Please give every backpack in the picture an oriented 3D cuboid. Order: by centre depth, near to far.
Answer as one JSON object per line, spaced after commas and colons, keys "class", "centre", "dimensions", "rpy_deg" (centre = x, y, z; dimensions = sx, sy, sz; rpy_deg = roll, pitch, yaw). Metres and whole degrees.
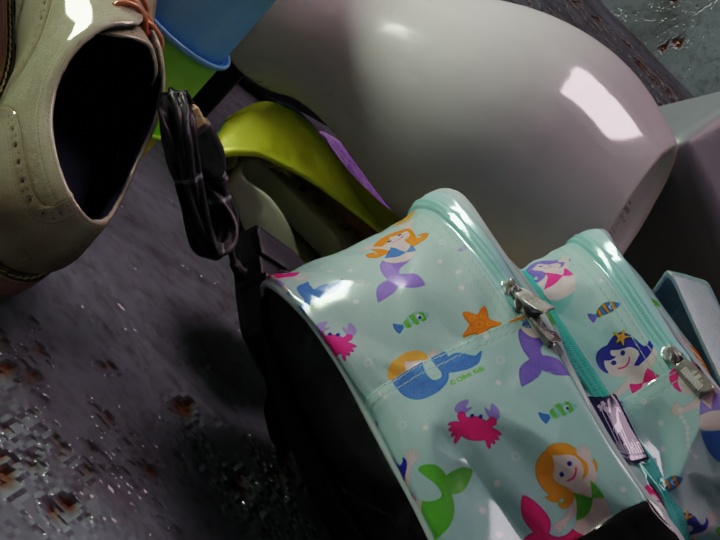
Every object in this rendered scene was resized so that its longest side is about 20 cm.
{"class": "backpack", "centre": [0.050, 0.071, 0.665], "dimensions": [0.200, 0.150, 0.178], "rpy_deg": [50, -14, 34]}

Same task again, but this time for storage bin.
{"class": "storage bin", "centre": [0.168, -0.016, 0.968], "dimensions": [0.145, 0.199, 0.135], "rpy_deg": [-30, 102, -32]}

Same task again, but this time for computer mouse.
{"class": "computer mouse", "centre": [-0.037, -0.008, 0.716], "dimensions": [0.200, 0.034, 0.059], "rpy_deg": [67, 15, -61]}

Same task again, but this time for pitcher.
{"class": "pitcher", "centre": [0.050, -0.074, 0.896], "dimensions": [0.199, 0.122, 0.171], "rpy_deg": [33, 5, 16]}

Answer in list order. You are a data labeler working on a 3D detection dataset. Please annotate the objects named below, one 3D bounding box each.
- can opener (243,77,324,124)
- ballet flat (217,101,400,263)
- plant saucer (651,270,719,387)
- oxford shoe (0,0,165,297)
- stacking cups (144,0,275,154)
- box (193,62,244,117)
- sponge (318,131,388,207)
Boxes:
{"class": "can opener", "centre": [-0.005, -0.101, 1.102], "dimensions": [0.200, 0.063, 0.079], "rpy_deg": [37, 13, -24]}
{"class": "ballet flat", "centre": [0.000, 0.000, 0.901], "dimensions": [0.200, 0.067, 0.067], "rpy_deg": [44, 38, 5]}
{"class": "plant saucer", "centre": [0.151, 0.098, 0.678], "dimensions": [0.070, 0.019, 0.201], "rpy_deg": [109, -40, -67]}
{"class": "oxford shoe", "centre": [-0.094, -0.085, 0.682], "dimensions": [0.071, 0.073, 0.201], "rpy_deg": [33, 54, -39]}
{"class": "stacking cups", "centre": [-0.065, -0.118, 0.763], "dimensions": [0.060, 0.200, 0.061], "rpy_deg": [38, 17, -14]}
{"class": "box", "centre": [-0.088, -0.201, 0.992], "dimensions": [0.107, 0.148, 0.200], "rpy_deg": [36, 19, -28]}
{"class": "sponge", "centre": [0.051, 0.002, 1.052], "dimensions": [0.199, 0.030, 0.112], "rpy_deg": [29, 24, -42]}
